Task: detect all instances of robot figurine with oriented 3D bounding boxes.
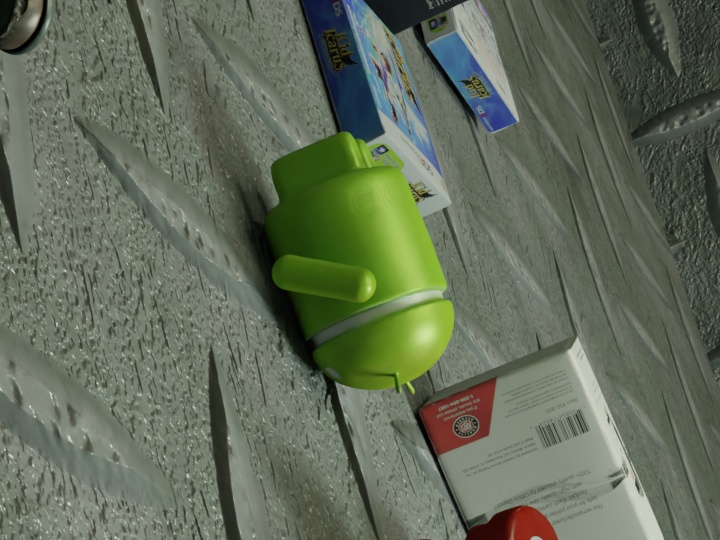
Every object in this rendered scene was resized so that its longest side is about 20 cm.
[{"bbox_3d":[0.000,0.000,1.613,0.175,0.116,0.200,18,51,-78],"label":"robot figurine"}]

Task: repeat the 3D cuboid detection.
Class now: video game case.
[{"bbox_3d":[0.015,-0.172,2.081,0.181,0.045,0.200,43,27,-60],"label":"video game case"},{"bbox_3d":[0.121,-0.295,2.628,0.200,0.045,0.181,50,23,-50],"label":"video game case"}]

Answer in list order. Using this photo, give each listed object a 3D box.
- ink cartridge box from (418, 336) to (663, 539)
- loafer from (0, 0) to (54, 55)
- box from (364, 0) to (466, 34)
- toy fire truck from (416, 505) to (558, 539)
[{"bbox_3d":[0.158,0.178,1.852,0.083,0.147,0.200,-34,101,-78],"label":"ink cartridge box"},{"bbox_3d":[-0.236,-0.208,1.215,0.063,0.072,0.200,9,50,-50],"label":"loafer"},{"bbox_3d":[0.087,-0.360,2.322,0.104,0.200,0.148,59,15,-27],"label":"box"},{"bbox_3d":[0.094,0.270,1.452,0.168,0.112,0.200,53,35,-20],"label":"toy fire truck"}]
